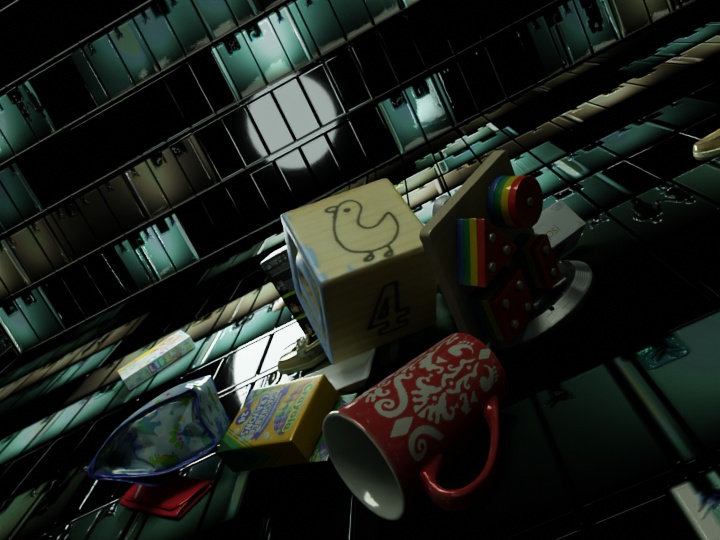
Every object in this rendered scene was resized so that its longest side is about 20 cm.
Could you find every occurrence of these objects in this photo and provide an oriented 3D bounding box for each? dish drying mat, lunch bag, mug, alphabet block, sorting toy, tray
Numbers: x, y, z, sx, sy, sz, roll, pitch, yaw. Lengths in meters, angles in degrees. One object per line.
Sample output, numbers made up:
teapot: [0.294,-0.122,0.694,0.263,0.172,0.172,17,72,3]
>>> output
dish drying mat: [-0.310,0.350,1.159,0.198,0.018,0.077,-13,20,48]
lunch bag: [-0.318,0.266,1.174,0.197,0.130,0.170,-23,-3,-3]
mug: [0.084,0.184,0.845,0.199,0.178,0.134,-32,-22,-32]
alphabet block: [0.000,0.000,1.225,0.197,0.199,0.196,-20,48,-14]
sorting toy: [0.191,-0.025,0.992,0.069,0.201,0.200,5,41,46]
tray: [-0.063,0.194,1.217,0.197,0.022,0.108,-25,14,16]

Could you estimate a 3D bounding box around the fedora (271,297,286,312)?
fedora: [-0.102,0.056,1.607,0.199,0.082,0.201,-36,5,4]

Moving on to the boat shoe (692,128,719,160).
boat shoe: [0.669,-0.260,1.271,0.197,0.077,0.072,-23,15,21]

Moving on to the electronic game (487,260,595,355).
electronic game: [0.249,0.052,1.071,0.198,0.042,0.200,-35,14,10]

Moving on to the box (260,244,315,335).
box: [-0.075,0.026,1.428,0.198,0.195,0.048,-25,14,40]

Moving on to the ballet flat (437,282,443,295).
ballet flat: [0.163,0.021,1.266,0.073,0.075,0.200,-28,19,0]

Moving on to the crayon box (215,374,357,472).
crayon box: [-0.112,0.226,1.095,0.197,0.052,0.127,-17,30,37]

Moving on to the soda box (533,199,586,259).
soda box: [0.274,-0.030,1.209,0.198,0.064,0.069,-33,-26,-18]

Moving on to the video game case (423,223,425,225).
video game case: [0.112,-0.068,1.784,0.141,0.018,0.200,-30,14,-6]

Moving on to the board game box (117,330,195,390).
board game box: [-0.541,0.234,1.949,0.198,0.035,0.134,-34,16,-20]

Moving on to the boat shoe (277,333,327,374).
boat shoe: [-0.074,0.128,1.376,0.197,0.063,0.073,-28,14,1]

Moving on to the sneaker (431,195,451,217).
sneaker: [0.208,-0.044,1.245,0.071,0.200,0.108,-53,38,-8]
